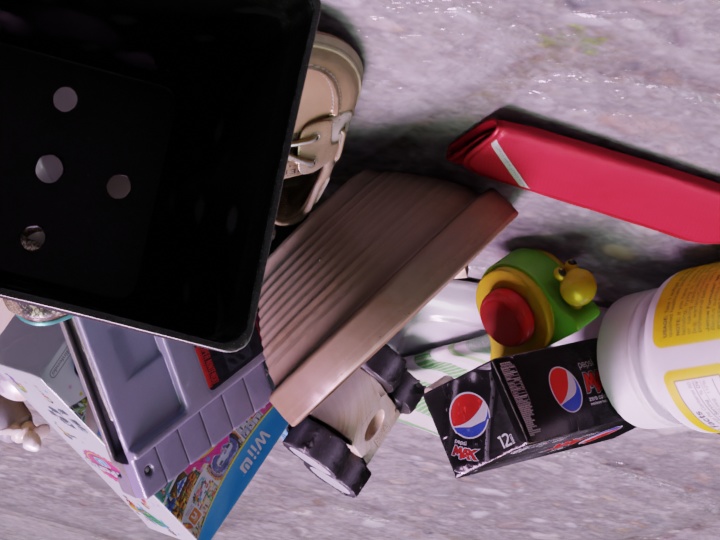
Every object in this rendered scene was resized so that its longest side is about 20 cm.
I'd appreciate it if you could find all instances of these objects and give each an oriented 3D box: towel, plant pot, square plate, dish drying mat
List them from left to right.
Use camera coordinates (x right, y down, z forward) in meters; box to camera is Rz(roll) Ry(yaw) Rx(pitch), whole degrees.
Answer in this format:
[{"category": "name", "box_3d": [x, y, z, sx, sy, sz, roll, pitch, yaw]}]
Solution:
[{"category": "plant pot", "box_3d": [-0.156, -0.069, 1.409, 0.199, 0.200, 0.177, 14, 172, -15]}, {"category": "plant pot", "box_3d": [0.000, 0.000, 1.671, 0.093, 0.201, 0.201, 47, 156, 3]}, {"category": "towel", "box_3d": [0.095, 0.095, 1.965, 0.152, 0.023, 0.200, 23, 156, -31]}, {"category": "square plate", "box_3d": [0.105, 0.059, 1.940, 0.200, 0.028, 0.198, 11, 159, -5]}, {"category": "dish drying mat", "box_3d": [0.158, -0.054, 1.633, 0.200, 0.018, 0.077, 17, 157, -20]}]

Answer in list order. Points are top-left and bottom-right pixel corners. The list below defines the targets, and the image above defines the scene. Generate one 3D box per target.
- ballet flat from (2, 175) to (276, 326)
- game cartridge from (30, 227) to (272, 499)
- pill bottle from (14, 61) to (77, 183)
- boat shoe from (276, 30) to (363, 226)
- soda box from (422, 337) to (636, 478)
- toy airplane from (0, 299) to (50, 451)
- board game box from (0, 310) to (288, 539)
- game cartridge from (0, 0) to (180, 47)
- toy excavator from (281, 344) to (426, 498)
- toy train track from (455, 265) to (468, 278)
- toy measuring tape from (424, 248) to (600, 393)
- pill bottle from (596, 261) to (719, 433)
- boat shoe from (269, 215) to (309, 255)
[{"category": "ballet flat", "box_3d": [-0.128, -0.027, 1.552, 0.200, 0.075, 0.068, -19, -143, -37]}, {"category": "game cartridge", "box_3d": [-0.127, 0.028, 1.638, 0.038, 0.130, 0.200, 15, 131, 47]}, {"category": "pill bottle", "box_3d": [-0.250, -0.083, 1.587, 0.200, 0.114, 0.114, -4, 156, 31]}, {"category": "boat shoe", "box_3d": [-0.040, -0.085, 1.563, 0.072, 0.065, 0.200, 9, 160, -1]}, {"category": "soda box", "box_3d": [0.134, 0.089, 1.782, 0.071, 0.063, 0.200, -29, 167, 36]}, {"category": "toy airplane", "box_3d": [-0.225, 0.031, 1.783, 0.199, 0.141, 0.200, -8, 120, 27]}, {"category": "board game box", "box_3d": [-0.134, 0.064, 1.707, 0.064, 0.148, 0.200, 13, 152, 43]}, {"category": "game cartridge", "box_3d": [-0.205, -0.167, 1.461, 0.200, 0.041, 0.133, -1, 161, 23]}, {"category": "toy excavator", "box_3d": [-0.057, 0.079, 1.932, 0.200, 0.100, 0.194, 31, 170, 20]}, {"category": "toy train track", "box_3d": [-0.023, -0.006, 1.809, 0.200, 0.033, 0.115, -4, 128, 14]}, {"category": "toy measuring tape", "box_3d": [0.095, 0.033, 1.803, 0.073, 0.074, 0.200, 19, 151, -27]}, {"category": "pill bottle", "box_3d": [0.261, 0.047, 1.721, 0.114, 0.114, 0.200, 26, 154, -38]}, {"category": "boat shoe", "box_3d": [-0.070, -0.012, 1.752, 0.074, 0.076, 0.200, 5, 146, 45]}]
